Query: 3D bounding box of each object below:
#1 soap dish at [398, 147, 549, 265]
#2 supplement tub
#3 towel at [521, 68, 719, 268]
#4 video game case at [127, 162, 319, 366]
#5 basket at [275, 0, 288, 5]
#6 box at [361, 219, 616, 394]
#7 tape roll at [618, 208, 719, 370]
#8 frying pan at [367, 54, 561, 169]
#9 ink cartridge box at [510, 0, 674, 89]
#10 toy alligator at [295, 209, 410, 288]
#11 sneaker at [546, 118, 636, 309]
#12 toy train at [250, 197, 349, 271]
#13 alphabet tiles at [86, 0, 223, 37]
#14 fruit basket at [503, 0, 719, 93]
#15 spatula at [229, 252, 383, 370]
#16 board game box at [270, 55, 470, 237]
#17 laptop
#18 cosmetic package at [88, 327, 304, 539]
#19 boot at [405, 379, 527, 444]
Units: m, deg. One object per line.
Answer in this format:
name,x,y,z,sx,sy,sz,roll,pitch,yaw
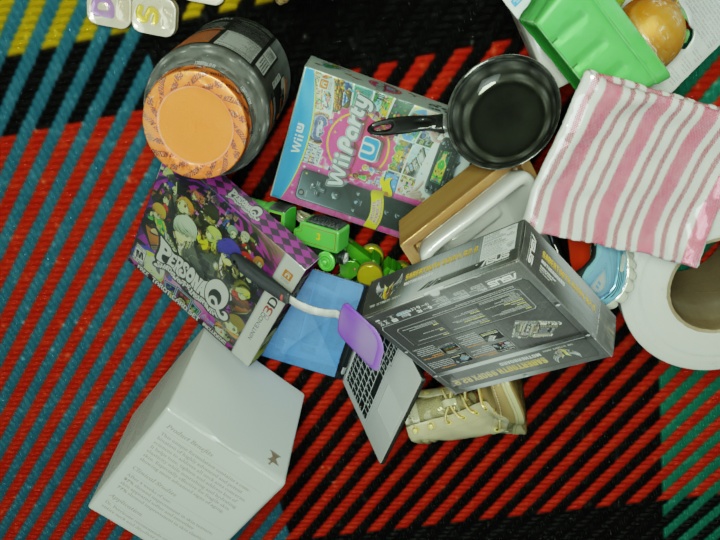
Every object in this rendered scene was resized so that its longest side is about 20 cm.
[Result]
soap dish,0.139,-0.020,0.850,0.156,0.082,0.201,-37,129,1
supplement tub,-0.138,-0.170,0.773,0.119,0.201,0.125,2,117,3
towel,0.252,-0.084,0.704,0.195,0.030,0.149,10,114,-20
video game case,-0.161,-0.014,0.887,0.199,0.036,0.182,40,130,5
basket,-0.064,-0.338,0.687,0.141,0.201,0.150,-33,113,20
box,0.123,0.045,0.771,0.158,0.049,0.198,39,140,-28
tape roll,0.363,-0.016,0.848,0.197,0.140,0.207,2,117,3
frying pan,0.108,-0.136,0.777,0.187,0.031,0.117,-27,69,17
ink cartridge box,0.203,-0.300,0.752,0.144,0.083,0.202,-25,112,15
toy alligator,0.000,0.000,0.924,0.197,0.060,0.055,29,115,-10
sneaker,0.222,-0.067,0.777,0.089,0.205,0.078,12,160,-38
toy train,-0.100,-0.051,0.885,0.196,0.042,0.058,17,117,21
alphabet tiles,-0.227,-0.346,0.798,0.191,0.015,0.204,11,116,-1
fruit basket,0.245,-0.251,0.692,0.185,0.094,0.200,42,96,-18
spatula,-0.057,0.034,0.813,0.197,0.021,0.057,30,139,14
board game box,0.015,-0.126,0.861,0.196,0.065,0.150,18,115,-4
laptop,-0.037,0.109,0.921,0.114,0.202,0.189,-11,144,-24
cosmetic package,-0.198,0.221,0.981,0.166,0.167,0.200,37,116,-14
boot,0.121,0.158,0.950,0.152,0.074,0.201,-8,155,11
